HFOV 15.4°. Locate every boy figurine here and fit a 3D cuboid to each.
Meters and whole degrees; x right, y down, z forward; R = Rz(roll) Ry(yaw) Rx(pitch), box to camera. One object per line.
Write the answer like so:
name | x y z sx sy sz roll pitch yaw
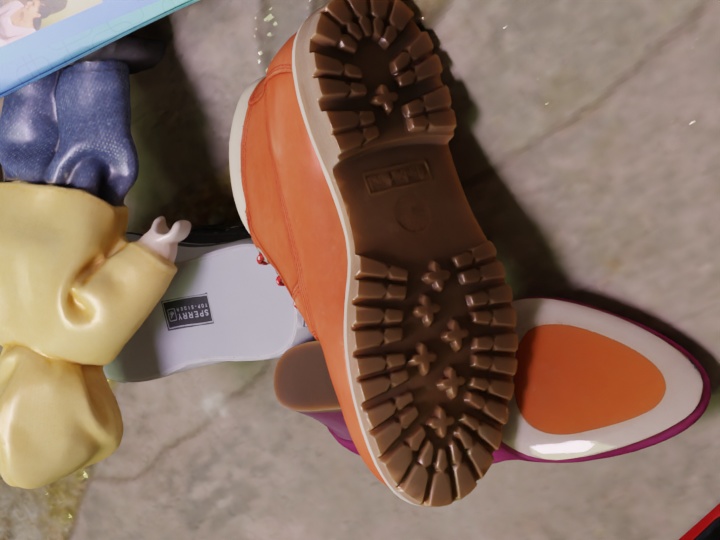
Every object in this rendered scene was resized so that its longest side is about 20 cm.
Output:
boy figurine | -0.125 -0.005 1.165 0.124 0.064 0.202 1 90 34

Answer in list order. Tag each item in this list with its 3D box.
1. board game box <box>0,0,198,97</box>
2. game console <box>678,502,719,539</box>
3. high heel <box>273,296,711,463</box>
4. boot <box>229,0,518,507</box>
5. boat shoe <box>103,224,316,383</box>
board game box | -0.168 -0.147 1.103 0.199 0.045 0.153 -23 102 19
game console | 0.183 0.199 1.098 0.200 0.031 0.177 48 141 8
high heel | 0.067 0.051 1.104 0.199 0.096 0.068 4 79 34
boot | 0.000 0.000 1.070 0.107 0.075 0.201 -25 74 57
boat shoe | -0.069 0.012 1.201 0.199 0.056 0.069 0 102 50
